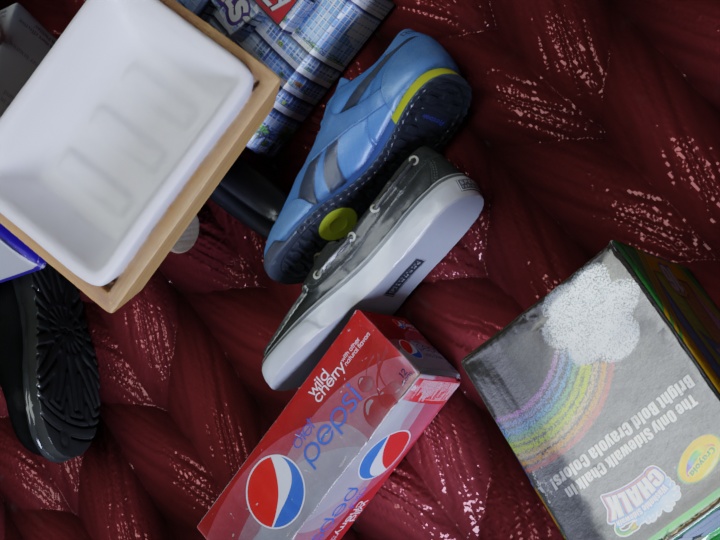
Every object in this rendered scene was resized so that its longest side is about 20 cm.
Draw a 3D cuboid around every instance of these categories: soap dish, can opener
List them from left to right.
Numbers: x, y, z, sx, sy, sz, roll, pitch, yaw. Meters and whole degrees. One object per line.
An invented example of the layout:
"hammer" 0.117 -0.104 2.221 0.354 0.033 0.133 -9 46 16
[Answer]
"soap dish" -0.166 -0.093 1.061 0.157 0.081 0.200 37 93 17
"can opener" -0.118 -0.078 1.127 0.200 0.063 0.079 35 76 23

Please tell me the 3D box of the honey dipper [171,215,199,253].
"honey dipper" -0.210 -0.049 1.199 0.200 0.038 0.038 14 90 39

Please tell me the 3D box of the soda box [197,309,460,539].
"soda box" -0.022 0.125 1.023 0.070 0.063 0.200 46 107 30

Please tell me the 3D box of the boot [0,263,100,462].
"boot" -0.296 0.077 1.204 0.158 0.079 0.212 -26 58 21

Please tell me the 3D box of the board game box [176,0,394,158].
"board game box" -0.076 -0.225 1.117 0.200 0.062 0.200 -51 59 17

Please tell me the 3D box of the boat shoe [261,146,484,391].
"boat shoe" 0.000 0.000 1.029 0.200 0.069 0.057 -45 63 12

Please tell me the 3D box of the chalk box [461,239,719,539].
"chalk box" 0.175 0.103 0.859 0.124 0.124 0.200 -40 64 21

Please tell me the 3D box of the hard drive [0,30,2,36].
"hard drive" -0.376 -0.154 1.194 0.200 0.026 0.132 -40 38 6

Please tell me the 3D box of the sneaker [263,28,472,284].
"sneaker" -0.006 -0.079 1.049 0.200 0.066 0.078 -51 50 16

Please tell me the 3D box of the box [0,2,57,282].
"box" -0.326 -0.085 1.196 0.184 0.105 0.200 -16 48 32
